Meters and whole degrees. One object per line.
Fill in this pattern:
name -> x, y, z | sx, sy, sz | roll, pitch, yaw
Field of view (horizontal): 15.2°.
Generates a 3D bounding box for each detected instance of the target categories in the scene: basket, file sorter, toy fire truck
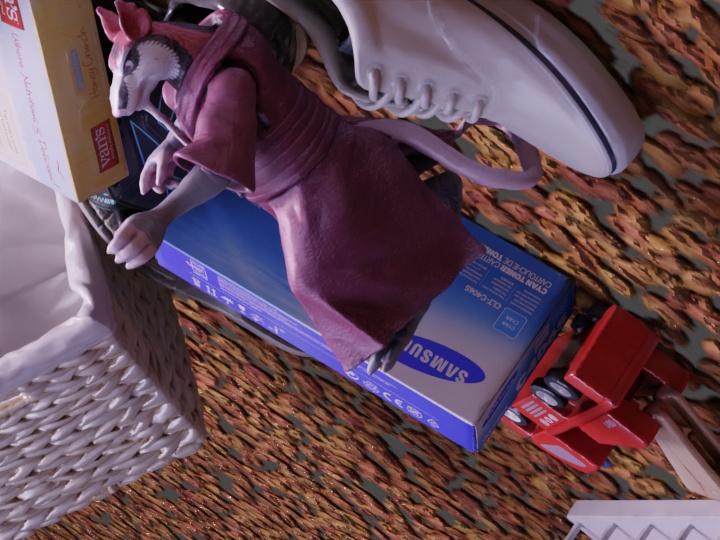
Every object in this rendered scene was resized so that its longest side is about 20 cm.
basket -> -0.221, 0.036, 1.609 | 0.161, 0.198, 0.200 | 52, -166, -50
file sorter -> 0.187, 0.221, 1.553 | 0.139, 0.125, 0.200 | 40, 163, -14
toy fire truck -> 0.156, 0.080, 1.362 | 0.141, 0.049, 0.200 | 36, 163, -4

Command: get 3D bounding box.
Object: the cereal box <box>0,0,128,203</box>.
cereal box -> -0.202, -0.131, 1.383 | 0.200, 0.040, 0.144 | 27, 138, 42

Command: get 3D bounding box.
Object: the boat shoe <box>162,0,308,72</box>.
boat shoe -> -0.062, -0.111, 1.238 | 0.072, 0.066, 0.201 | 37, 162, -2

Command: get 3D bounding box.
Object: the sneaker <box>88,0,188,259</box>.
sneaker -> -0.121, -0.078, 1.418 | 0.075, 0.079, 0.200 | 25, 158, 33

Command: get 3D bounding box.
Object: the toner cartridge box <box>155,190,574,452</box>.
toner cartridge box -> 0.000, 0.000, 1.369 | 0.200, 0.095, 0.043 | 30, 162, 16

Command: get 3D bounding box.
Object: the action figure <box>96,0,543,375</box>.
action figure -> -0.029, -0.052, 1.136 | 0.200, 0.149, 0.134 | 45, -167, -27

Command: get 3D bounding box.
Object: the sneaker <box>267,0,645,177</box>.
sneaker -> 0.024, -0.092, 1.118 | 0.200, 0.071, 0.073 | 36, 163, -2

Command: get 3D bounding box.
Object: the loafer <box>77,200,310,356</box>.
loafer -> -0.096, -0.016, 1.559 | 0.200, 0.072, 0.063 | 37, 170, -15
